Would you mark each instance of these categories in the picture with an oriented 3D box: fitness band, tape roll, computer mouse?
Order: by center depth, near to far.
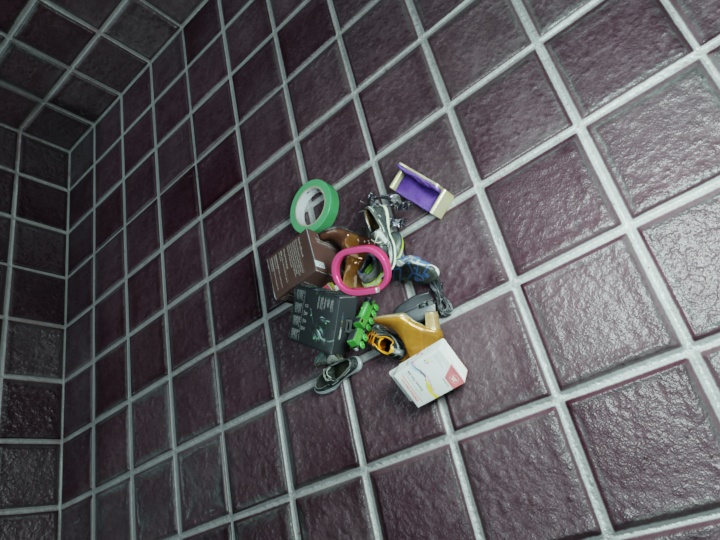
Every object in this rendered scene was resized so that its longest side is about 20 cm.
[{"bbox_3d":[0.160,0.110,1.620,0.199,0.052,0.140,-37,57,25],"label":"computer mouse"},{"bbox_3d":[0.000,0.000,1.647,0.198,0.037,0.146,-8,100,34],"label":"fitness band"},{"bbox_3d":[-0.166,-0.222,1.997,0.198,0.048,0.204,-13,69,37],"label":"tape roll"}]

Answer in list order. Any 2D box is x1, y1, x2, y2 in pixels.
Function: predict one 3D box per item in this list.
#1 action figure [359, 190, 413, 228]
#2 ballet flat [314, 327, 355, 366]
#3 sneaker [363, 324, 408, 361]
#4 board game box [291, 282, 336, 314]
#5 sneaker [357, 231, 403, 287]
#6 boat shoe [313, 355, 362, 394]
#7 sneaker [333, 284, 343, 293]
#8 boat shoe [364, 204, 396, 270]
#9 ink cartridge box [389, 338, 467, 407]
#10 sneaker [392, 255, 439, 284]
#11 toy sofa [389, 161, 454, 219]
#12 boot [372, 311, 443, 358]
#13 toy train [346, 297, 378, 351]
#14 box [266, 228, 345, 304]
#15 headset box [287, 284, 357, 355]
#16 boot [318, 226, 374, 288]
[{"bbox_3d":[0.080,-0.183,1.743,0.199,0.101,0.121,22,105,53],"label":"action figure"},{"bbox_3d":[-0.072,0.246,1.765,0.201,0.072,0.072,-53,51,16],"label":"ballet flat"},{"bbox_3d":[0.058,0.207,1.660,0.198,0.077,0.079,17,90,43],"label":"sneaker"},{"bbox_3d":[-0.145,0.131,1.801,0.199,0.030,0.096,-37,71,29],"label":"board game box"},{"bbox_3d":[0.062,-0.039,1.712,0.073,0.081,0.201,26,77,35],"label":"sneaker"},{"bbox_3d":[-0.085,0.321,1.747,0.199,0.071,0.073,-40,55,24],"label":"boat shoe"},{"bbox_3d":[-0.121,0.122,1.833,0.199,0.074,0.080,-35,52,27],"label":"sneaker"},{"bbox_3d":[0.054,-0.095,1.646,0.071,0.067,0.203,-24,74,50],"label":"boat shoe"},{"bbox_3d":[0.174,0.287,1.509,0.199,0.068,0.117,-36,95,26],"label":"ink cartridge box"},{"bbox_3d":[0.158,-0.013,1.625,0.077,0.076,0.199,-39,28,-28],"label":"sneaker"},{"bbox_3d":[0.176,-0.243,1.686,0.200,0.097,0.083,39,101,39],"label":"toy sofa"},{"bbox_3d":[0.132,0.192,1.566,0.198,0.071,0.147,-4,89,15],"label":"boot"},{"bbox_3d":[0.007,0.157,1.671,0.041,0.057,0.201,-21,29,33],"label":"toy train"},{"bbox_3d":[-0.177,-0.002,1.859,0.199,0.165,0.166,-34,57,27],"label":"box"},{"bbox_3d":[-0.111,0.147,1.699,0.198,0.092,0.177,12,96,37],"label":"headset box"},{"bbox_3d":[-0.047,-0.035,1.796,0.185,0.069,0.203,4,77,-2],"label":"boot"}]
